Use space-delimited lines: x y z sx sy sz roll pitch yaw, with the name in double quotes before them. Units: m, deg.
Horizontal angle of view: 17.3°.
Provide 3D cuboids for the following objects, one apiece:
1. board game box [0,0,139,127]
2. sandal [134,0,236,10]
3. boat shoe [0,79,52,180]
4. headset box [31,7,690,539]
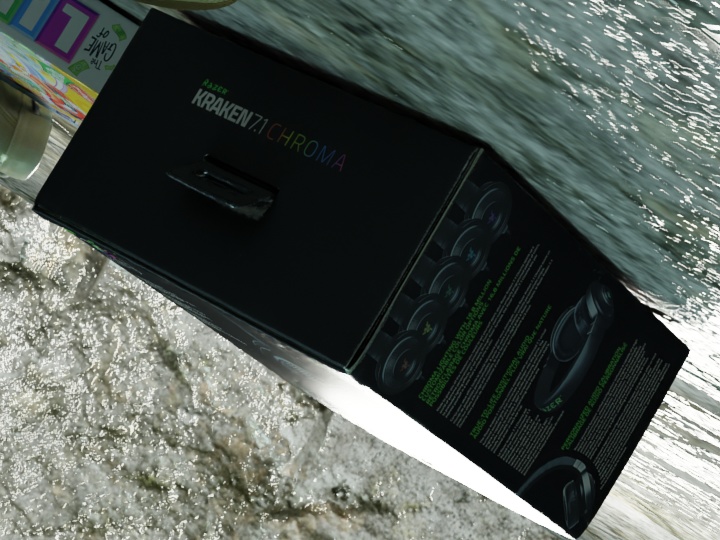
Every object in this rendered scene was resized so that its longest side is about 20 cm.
"board game box" -0.155 -0.110 1.059 0.134 0.034 0.200 32 175 -7
"sandal" -0.125 -0.127 0.694 0.199 0.054 0.080 17 180 -1
"boat shoe" -0.193 -0.080 1.226 0.062 0.072 0.200 28 -170 -11
"headset box" 0.000 0.000 0.896 0.174 0.093 0.200 26 172 37
